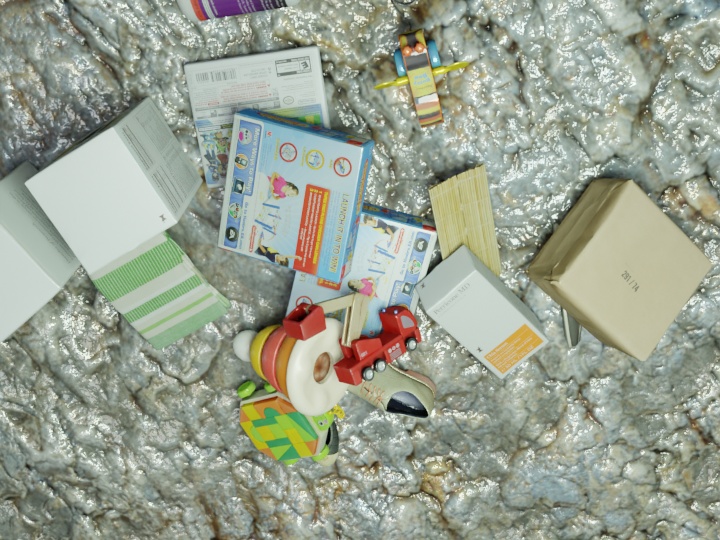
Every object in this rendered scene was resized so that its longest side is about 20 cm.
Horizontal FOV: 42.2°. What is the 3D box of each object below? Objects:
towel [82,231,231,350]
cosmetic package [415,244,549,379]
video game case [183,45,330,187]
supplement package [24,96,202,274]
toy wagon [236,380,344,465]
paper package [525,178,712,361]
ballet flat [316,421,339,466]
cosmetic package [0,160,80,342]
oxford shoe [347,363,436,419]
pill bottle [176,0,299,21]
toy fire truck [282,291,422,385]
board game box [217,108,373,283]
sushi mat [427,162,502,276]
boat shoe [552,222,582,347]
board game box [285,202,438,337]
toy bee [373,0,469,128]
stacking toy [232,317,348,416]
[{"bbox_3d":[-0.312,0.026,1.435,0.151,0.024,0.201,-27,128,12],"label":"towel"},{"bbox_3d":[0.186,0.066,1.411,0.101,0.072,0.200,-40,123,15],"label":"cosmetic package"},{"bbox_3d":[-0.145,-0.223,1.365,0.196,0.022,0.185,-7,111,3],"label":"video game case"},{"bbox_3d":[-0.338,-0.125,1.311,0.150,0.201,0.152,-28,109,11],"label":"supplement package"},{"bbox_3d":[-0.111,0.240,1.491,0.198,0.040,0.156,-17,112,41],"label":"toy wagon"},{"bbox_3d":[0.374,-0.004,1.351,0.199,0.103,0.192,39,86,-20],"label":"paper package"},{"bbox_3d":[-0.079,0.240,1.521,0.065,0.057,0.203,-10,115,7],"label":"ballet flat"},{"bbox_3d":[-0.514,-0.024,1.355,0.167,0.201,0.167,-37,106,15],"label":"cosmetic package"},{"bbox_3d":[0.028,0.182,1.487,0.197,0.074,0.072,15,113,-1],"label":"oxford shoe"},{"bbox_3d":[-0.149,-0.403,1.246,0.196,0.113,0.114,-7,111,4],"label":"pill bottle"},{"bbox_3d":[-0.006,0.085,1.350,0.199,0.048,0.143,-31,111,-32],"label":"toy fire truck"},{"bbox_3d":[-0.095,-0.108,1.329,0.193,0.056,0.203,16,111,13],"label":"board game box"},{"bbox_3d":[0.158,-0.057,1.388,0.094,0.012,0.202,-22,124,-11],"label":"sushi mat"},{"bbox_3d":[0.331,0.022,1.423,0.056,0.067,0.203,-7,108,9],"label":"boat shoe"},{"bbox_3d":[0.000,0.000,1.428,0.193,0.056,0.203,15,111,-4],"label":"board game box"},{"bbox_3d":[0.071,-0.286,1.289,0.130,0.109,0.201,-33,107,15],"label":"toy bee"},{"bbox_3d":[-0.119,0.128,1.432,0.198,0.145,0.149,14,118,39],"label":"stacking toy"}]
